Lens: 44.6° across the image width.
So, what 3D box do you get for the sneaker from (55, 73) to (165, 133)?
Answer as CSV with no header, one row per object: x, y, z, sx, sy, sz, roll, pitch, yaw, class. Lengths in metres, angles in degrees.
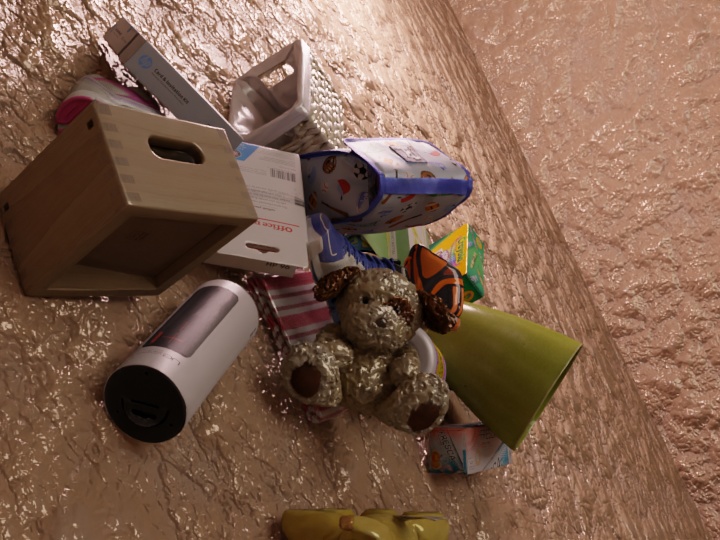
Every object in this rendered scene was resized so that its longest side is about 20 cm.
-0.240,-0.154,0.977,0.200,0.081,0.089,36,31,-40,sneaker

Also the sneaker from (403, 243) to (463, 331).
0.054,0.023,1.221,0.078,0.199,0.113,31,64,-61,sneaker

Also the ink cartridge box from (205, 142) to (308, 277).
-0.130,-0.063,1.063,0.115,0.068,0.201,10,44,-18,ink cartridge box

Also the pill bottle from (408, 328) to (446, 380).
0.063,0.135,1.211,0.200,0.104,0.105,48,18,-73,pill bottle

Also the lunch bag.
0.024,-0.110,1.150,0.169,0.199,0.125,-4,94,-38,lunch bag

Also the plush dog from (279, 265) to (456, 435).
0.017,0.083,1.048,0.199,0.173,0.160,17,1,-3,plush dog

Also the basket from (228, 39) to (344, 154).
-0.106,-0.220,1.289,0.123,0.135,0.201,49,24,-35,basket

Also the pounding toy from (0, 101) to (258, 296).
-0.215,-0.067,0.829,0.200,0.184,0.143,2,61,-55,pounding toy

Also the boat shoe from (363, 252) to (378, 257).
0.034,0.054,1.347,0.200,0.070,0.070,47,48,-40,boat shoe

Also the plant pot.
0.197,0.136,1.319,0.199,0.188,0.187,33,16,17,plant pot

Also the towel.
-0.066,0.092,1.128,0.146,0.030,0.201,-6,71,-66,towel

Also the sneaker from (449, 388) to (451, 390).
0.160,0.188,1.405,0.200,0.075,0.115,37,28,17,sneaker

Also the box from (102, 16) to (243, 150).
-0.226,-0.218,1.042,0.156,0.041,0.200,46,-1,-31,box

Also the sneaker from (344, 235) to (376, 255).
-0.013,-0.081,1.384,0.201,0.079,0.131,57,21,-5,sneaker

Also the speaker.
-0.167,0.082,0.850,0.081,0.081,0.200,55,23,-11,speaker

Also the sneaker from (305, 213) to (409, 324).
0.000,0.001,1.121,0.081,0.114,0.200,-107,177,-50,sneaker

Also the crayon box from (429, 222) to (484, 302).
0.161,0.005,1.597,0.058,0.118,0.200,51,23,-19,crayon box

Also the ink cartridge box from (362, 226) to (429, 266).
0.056,-0.059,1.366,0.200,0.048,0.146,56,24,-45,ink cartridge box

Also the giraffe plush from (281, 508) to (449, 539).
0.016,0.323,0.867,0.172,0.200,0.163,8,76,-25,giraffe plush

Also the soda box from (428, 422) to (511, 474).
0.170,0.269,1.340,0.200,0.063,0.069,13,75,-60,soda box
